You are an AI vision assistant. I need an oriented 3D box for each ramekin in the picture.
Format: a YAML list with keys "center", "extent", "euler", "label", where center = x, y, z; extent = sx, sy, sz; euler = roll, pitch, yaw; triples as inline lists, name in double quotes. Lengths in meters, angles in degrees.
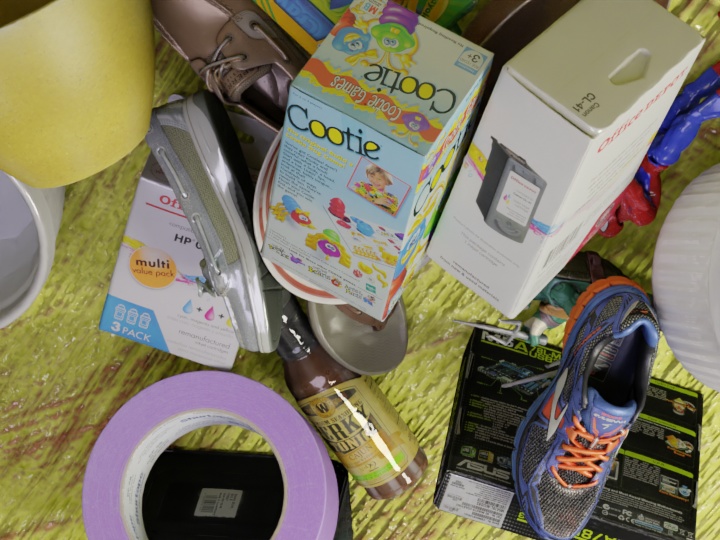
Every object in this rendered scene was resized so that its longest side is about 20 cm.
- center: [-0.327, -0.056, 1.785]
  extent: [0.199, 0.105, 0.201]
  euler: [5, 125, 8]
  label: "ramekin"
- center: [0.305, 0.006, 1.659]
  extent: [0.105, 0.200, 0.200]
  euler: [4, 136, 55]
  label: "ramekin"

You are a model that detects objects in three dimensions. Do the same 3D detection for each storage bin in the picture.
- center: [-0.112, 0.232, 1.933]
  extent: [0.199, 0.135, 0.094]
  euler: [3, 126, 9]
  label: "storage bin"

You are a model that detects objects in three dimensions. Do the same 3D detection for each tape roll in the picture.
- center: [-0.120, 0.185, 1.831]
  extent: [0.199, 0.201, 0.066]
  euler: [2, 168, 10]
  label: "tape roll"

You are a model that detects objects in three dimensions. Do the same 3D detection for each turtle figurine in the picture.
- center: [0.174, 0.034, 1.750]
  extent: [0.199, 0.150, 0.101]
  euler: [4, 106, -2]
  label: "turtle figurine"

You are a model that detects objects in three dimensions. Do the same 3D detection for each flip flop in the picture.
- center: [0.000, 0.000, 1.783]
  extent: [0.081, 0.058, 0.201]
  euler: [-16, 122, -17]
  label: "flip flop"

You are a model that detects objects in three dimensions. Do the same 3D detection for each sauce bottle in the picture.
- center: [-0.020, 0.101, 1.869]
  extent: [0.065, 0.065, 0.200]
  euler: [-25, 116, 26]
  label: "sauce bottle"

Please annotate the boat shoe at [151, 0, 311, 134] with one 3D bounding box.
- center: [-0.086, -0.159, 1.698]
  extent: [0.200, 0.065, 0.071]
  euler: [33, 124, -13]
  label: "boat shoe"

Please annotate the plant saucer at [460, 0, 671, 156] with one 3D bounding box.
- center: [0.132, -0.161, 1.607]
  extent: [0.035, 0.200, 0.200]
  euler: [55, 128, 25]
  label: "plant saucer"

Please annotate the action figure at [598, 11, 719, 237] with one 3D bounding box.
- center: [0.206, -0.107, 1.678]
  extent: [0.099, 0.065, 0.200]
  euler: [20, 125, -12]
  label: "action figure"

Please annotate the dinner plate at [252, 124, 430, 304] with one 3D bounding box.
- center: [0.002, -0.068, 1.709]
  extent: [0.200, 0.024, 0.201]
  euler: [-18, 126, -26]
  label: "dinner plate"

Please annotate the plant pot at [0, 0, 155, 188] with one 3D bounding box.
- center: [-0.226, -0.146, 1.646]
  extent: [0.199, 0.200, 0.142]
  euler: [-15, 117, 21]
  label: "plant pot"

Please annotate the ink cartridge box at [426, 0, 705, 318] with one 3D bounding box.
- center: [0.139, -0.085, 1.569]
  extent: [0.086, 0.148, 0.200]
  euler: [37, 141, 15]
  label: "ink cartridge box"

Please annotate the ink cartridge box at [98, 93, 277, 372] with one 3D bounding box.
- center: [-0.127, -0.029, 1.796]
  extent: [0.115, 0.068, 0.200]
  euler: [18, 126, -2]
  label: "ink cartridge box"

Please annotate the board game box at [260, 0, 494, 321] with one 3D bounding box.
- center: [0.009, -0.076, 1.551]
  extent: [0.105, 0.103, 0.200]
  euler: [29, 148, 9]
  label: "board game box"

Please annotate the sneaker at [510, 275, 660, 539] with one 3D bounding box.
- center: [0.165, 0.104, 1.647]
  extent: [0.075, 0.078, 0.201]
  euler: [13, 99, -14]
  label: "sneaker"

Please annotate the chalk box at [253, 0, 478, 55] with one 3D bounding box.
- center: [0.013, -0.217, 1.602]
  extent: [0.200, 0.125, 0.124]
  euler: [41, 123, -18]
  label: "chalk box"

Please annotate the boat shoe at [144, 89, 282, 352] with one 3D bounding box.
- center: [-0.109, -0.032, 1.707]
  extent: [0.065, 0.074, 0.203]
  euler: [-17, 97, 12]
  label: "boat shoe"

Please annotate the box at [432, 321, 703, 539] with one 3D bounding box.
- center: [0.166, 0.139, 1.779]
  extent: [0.199, 0.193, 0.048]
  euler: [17, 124, -2]
  label: "box"
